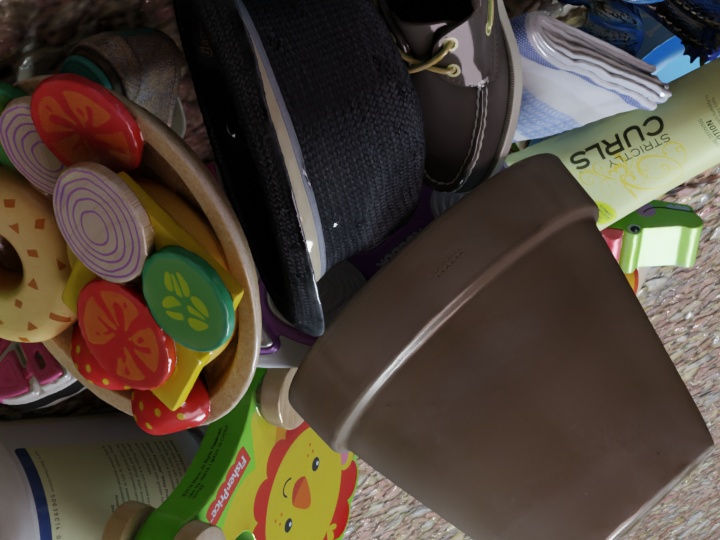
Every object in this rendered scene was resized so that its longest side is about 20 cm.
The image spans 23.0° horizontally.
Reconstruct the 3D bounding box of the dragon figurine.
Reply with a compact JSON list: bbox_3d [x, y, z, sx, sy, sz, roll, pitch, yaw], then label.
[{"bbox_3d":[0.135,-0.154,0.978,0.198,0.100,0.059,-7,144,-37],"label":"dragon figurine"}]

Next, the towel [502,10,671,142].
[{"bbox_3d":[0.056,-0.093,0.990,0.198,0.024,0.146,-14,162,36],"label":"towel"}]

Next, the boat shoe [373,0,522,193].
[{"bbox_3d":[0.036,-0.130,0.869,0.060,0.071,0.204,-31,124,-53],"label":"boat shoe"}]

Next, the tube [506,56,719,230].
[{"bbox_3d":[0.175,-0.074,1.023,0.199,0.059,0.052,-27,163,34],"label":"tube"}]

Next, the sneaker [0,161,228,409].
[{"bbox_3d":[-0.126,0.022,1.036,0.199,0.074,0.088,-38,145,2],"label":"sneaker"}]

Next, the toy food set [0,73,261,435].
[{"bbox_3d":[-0.130,-0.007,0.874,0.049,0.200,0.199,-36,165,-42],"label":"toy food set"}]

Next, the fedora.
[{"bbox_3d":[-0.022,-0.073,0.859,0.091,0.202,0.201,-20,150,-9],"label":"fedora"}]

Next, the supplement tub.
[{"bbox_3d":[-0.179,0.166,1.140,0.199,0.146,0.145,0,140,-43],"label":"supplement tub"}]

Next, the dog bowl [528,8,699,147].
[{"bbox_3d":[0.174,-0.105,1.149,0.110,0.050,0.201,-12,147,-31],"label":"dog bowl"}]

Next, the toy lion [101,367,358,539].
[{"bbox_3d":[-0.065,0.152,1.119,0.201,0.068,0.193,-61,147,-31],"label":"toy lion"}]

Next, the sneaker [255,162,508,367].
[{"bbox_3d":[0.000,0.000,1.035,0.199,0.075,0.100,-29,-179,-15],"label":"sneaker"}]

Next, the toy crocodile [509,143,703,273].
[{"bbox_3d":[0.116,-0.033,1.113,0.198,0.062,0.068,13,136,5],"label":"toy crocodile"}]

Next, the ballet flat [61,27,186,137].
[{"bbox_3d":[-0.120,-0.040,0.930,0.067,0.068,0.201,-34,149,-41],"label":"ballet flat"}]

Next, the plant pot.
[{"bbox_3d":[0.089,0.067,0.942,0.200,0.174,0.200,-40,166,-12],"label":"plant pot"}]

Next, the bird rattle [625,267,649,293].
[{"bbox_3d":[0.173,0.031,1.320,0.199,0.113,0.164,0,123,-48],"label":"bird rattle"}]
